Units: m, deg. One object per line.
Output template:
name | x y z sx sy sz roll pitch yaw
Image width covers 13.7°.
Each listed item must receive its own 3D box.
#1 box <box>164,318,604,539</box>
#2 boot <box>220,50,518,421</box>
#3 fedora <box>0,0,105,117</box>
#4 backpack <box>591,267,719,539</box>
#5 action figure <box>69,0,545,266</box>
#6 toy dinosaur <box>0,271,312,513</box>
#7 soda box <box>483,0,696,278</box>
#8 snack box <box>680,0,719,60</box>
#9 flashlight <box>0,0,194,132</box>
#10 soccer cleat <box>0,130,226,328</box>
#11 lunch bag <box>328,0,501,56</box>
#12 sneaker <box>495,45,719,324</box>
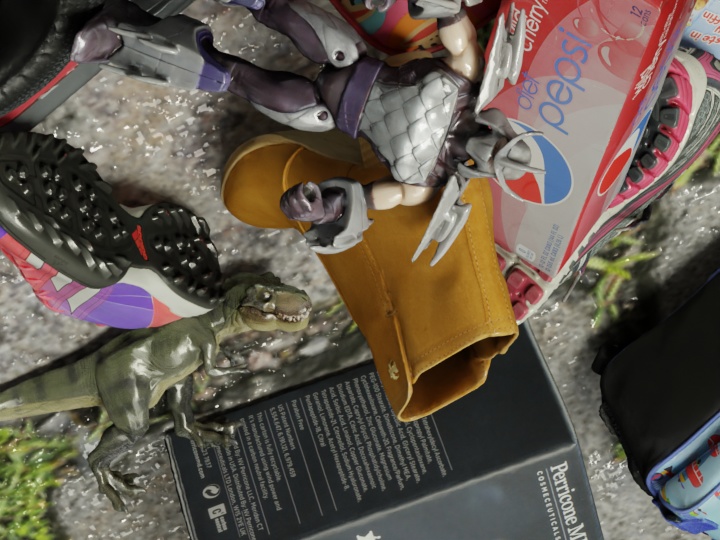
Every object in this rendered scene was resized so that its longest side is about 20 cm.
box | 0.019 0.135 1.544 0.199 0.107 0.149 -20 132 -1
boot | 0.001 0.000 1.350 0.070 0.145 0.201 -8 168 -27
fedora | -0.202 -0.148 1.240 0.199 0.092 0.201 -11 134 -11
backpack | 0.247 0.078 1.552 0.182 0.135 0.200 -40 132 18
action figure | -0.014 -0.078 1.239 0.199 0.069 0.131 25 98 13
toy dinosaur | -0.109 0.064 1.485 0.199 0.048 0.089 -23 118 3
soda box | 0.092 -0.086 1.287 0.070 0.063 0.200 32 147 11
snack box | 0.169 -0.131 1.419 0.199 0.024 0.072 26 119 -34
flashlight | -0.165 -0.085 1.328 0.200 0.068 0.068 -40 96 14
soccer cleat | -0.135 -0.010 1.365 0.073 0.069 0.200 -21 161 20
lunch bag | 0.040 -0.203 1.278 0.199 0.082 0.176 -33 131 12
sneaker | 0.103 -0.034 1.440 0.074 0.081 0.200 -10 157 -50
